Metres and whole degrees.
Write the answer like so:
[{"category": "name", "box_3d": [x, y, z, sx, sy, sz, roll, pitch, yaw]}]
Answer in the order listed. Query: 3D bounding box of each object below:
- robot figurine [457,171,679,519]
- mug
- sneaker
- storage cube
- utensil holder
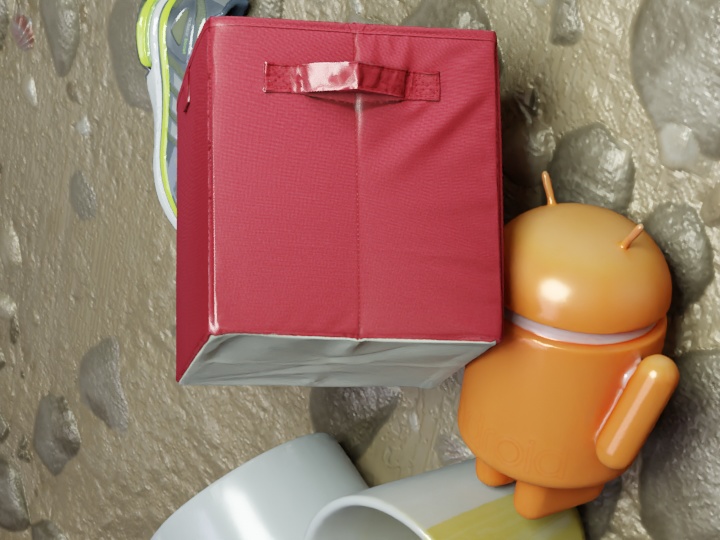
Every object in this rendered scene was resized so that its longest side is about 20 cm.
[{"category": "robot figurine", "box_3d": [0.122, 0.048, 1.142, 0.116, 0.144, 0.202, 7, 117, 0]}, {"category": "mug", "box_3d": [0.076, 0.202, 1.219, 0.187, 0.153, 0.150, 51, 134, 18]}, {"category": "sneaker", "box_3d": [-0.100, -0.101, 1.344, 0.081, 0.074, 0.202, -1, 106, 42]}, {"category": "storage cube", "box_3d": [-0.019, -0.033, 1.133, 0.200, 0.169, 0.181, 136, 134, -74]}, {"category": "utensil holder", "box_3d": [-0.033, 0.237, 1.334, 0.201, 0.169, 0.170, 57, 136, 15]}]
